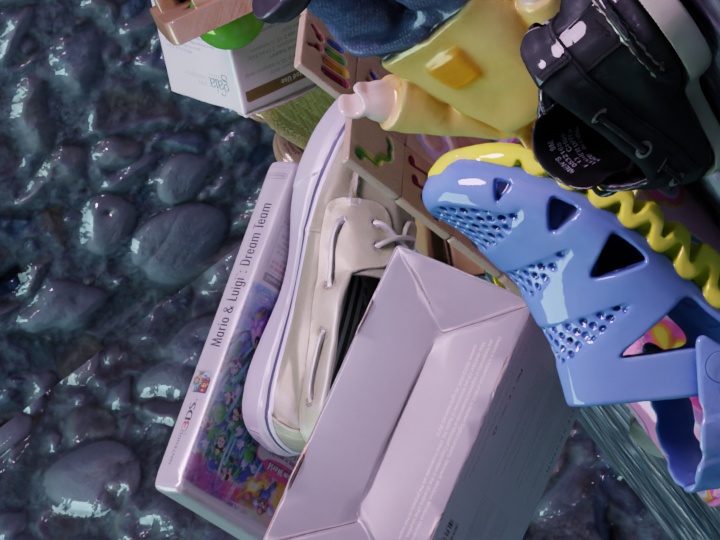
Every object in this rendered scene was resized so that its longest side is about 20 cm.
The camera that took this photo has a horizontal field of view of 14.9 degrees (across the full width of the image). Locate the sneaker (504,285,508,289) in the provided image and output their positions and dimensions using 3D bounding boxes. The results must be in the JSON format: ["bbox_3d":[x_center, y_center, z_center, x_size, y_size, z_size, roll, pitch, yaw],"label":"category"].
[{"bbox_3d":[0.120,0.004,1.382,0.100,0.074,0.200,86,157,-49],"label":"sneaker"}]

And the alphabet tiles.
[{"bbox_3d":[0.045,-0.075,1.287,0.200,0.006,0.167,36,-141,-29],"label":"alphabet tiles"}]

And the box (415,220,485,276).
[{"bbox_3d":[0.031,-0.103,1.489,0.163,0.021,0.202,-130,29,-81],"label":"box"}]

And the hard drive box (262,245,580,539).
[{"bbox_3d":[0.038,0.093,1.359,0.076,0.157,0.200,23,172,17],"label":"hard drive box"}]

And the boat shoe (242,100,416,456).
[{"bbox_3d":[0.000,0.000,1.395,0.062,0.201,0.072,3,164,45],"label":"boat shoe"}]

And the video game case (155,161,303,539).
[{"bbox_3d":[-0.012,0.068,1.456,0.024,0.183,0.200,5,158,41],"label":"video game case"}]

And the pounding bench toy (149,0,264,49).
[{"bbox_3d":[-0.067,-0.197,1.423,0.200,0.124,0.157,-131,16,-78],"label":"pounding bench toy"}]

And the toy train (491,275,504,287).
[{"bbox_3d":[0.115,-0.025,1.663,0.149,0.056,0.200,8,-164,-29],"label":"toy train"}]

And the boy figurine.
[{"bbox_3d":[0.045,-0.088,1.150,0.200,0.124,0.065,34,-137,-32],"label":"boy figurine"}]

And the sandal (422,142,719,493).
[{"bbox_3d":[0.107,0.021,1.128,0.199,0.087,0.079,33,171,-4],"label":"sandal"}]

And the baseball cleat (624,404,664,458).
[{"bbox_3d":[0.202,0.079,1.388,0.106,0.070,0.200,27,177,-10],"label":"baseball cleat"}]

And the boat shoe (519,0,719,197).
[{"bbox_3d":[0.093,-0.061,1.034,0.075,0.066,0.199,52,179,10],"label":"boat shoe"}]

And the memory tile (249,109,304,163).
[{"bbox_3d":[-0.034,-0.159,1.785,0.200,0.153,0.017,51,152,18],"label":"memory tile"}]

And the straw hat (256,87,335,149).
[{"bbox_3d":[-0.015,-0.172,1.685,0.201,0.085,0.202,31,135,36],"label":"straw hat"}]

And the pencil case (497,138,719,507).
[{"bbox_3d":[0.135,0.011,1.244,0.200,0.087,0.087,52,179,1],"label":"pencil case"}]

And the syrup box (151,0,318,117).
[{"bbox_3d":[-0.077,-0.199,1.596,0.079,0.081,0.201,21,131,50],"label":"syrup box"}]
